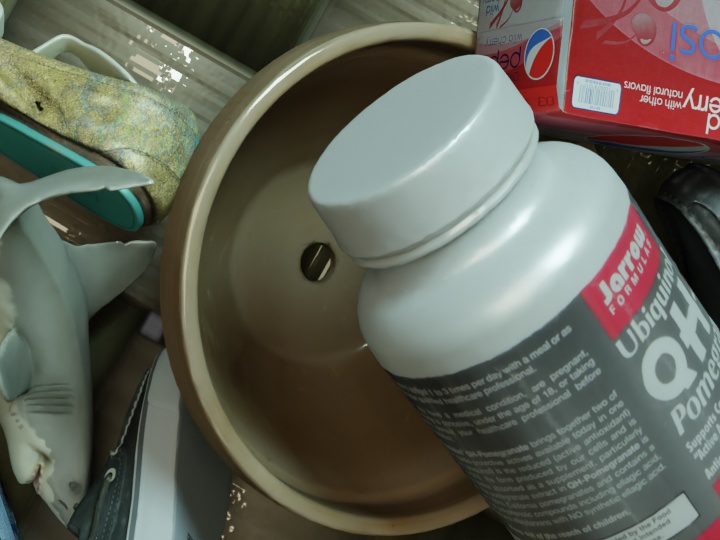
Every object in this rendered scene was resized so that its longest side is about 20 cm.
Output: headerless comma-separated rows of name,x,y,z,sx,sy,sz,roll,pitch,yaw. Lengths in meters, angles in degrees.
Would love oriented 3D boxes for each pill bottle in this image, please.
pill bottle,0.068,0.024,0.658,0.110,0.111,0.201,-37,114,1

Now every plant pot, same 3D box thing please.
plant pot,0.000,0.000,0.733,0.199,0.092,0.203,-4,98,-30

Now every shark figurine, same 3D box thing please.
shark figurine,-0.123,-0.001,0.739,0.089,0.215,0.129,-17,57,-17

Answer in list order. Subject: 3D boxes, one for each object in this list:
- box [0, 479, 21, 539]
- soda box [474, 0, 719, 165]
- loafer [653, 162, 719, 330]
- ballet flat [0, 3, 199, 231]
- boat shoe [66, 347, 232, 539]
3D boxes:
box,-0.247,0.147,0.788,0.198,0.038,0.138,-21,86,2
soda box,0.143,-0.077,0.714,0.198,0.070,0.064,7,87,-29
loafer,0.169,0.052,0.742,0.070,0.068,0.202,-28,97,-3
ballet flat,-0.159,-0.086,0.785,0.199,0.071,0.071,27,89,10
boat shoe,-0.093,0.111,0.726,0.056,0.069,0.201,-7,46,13
